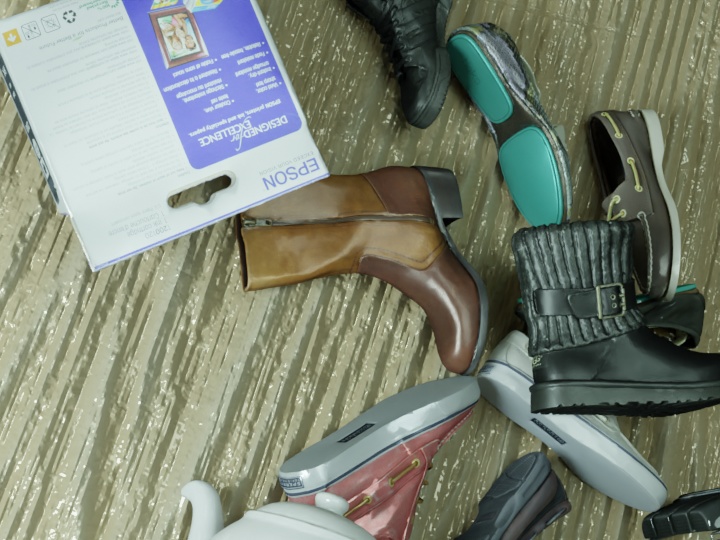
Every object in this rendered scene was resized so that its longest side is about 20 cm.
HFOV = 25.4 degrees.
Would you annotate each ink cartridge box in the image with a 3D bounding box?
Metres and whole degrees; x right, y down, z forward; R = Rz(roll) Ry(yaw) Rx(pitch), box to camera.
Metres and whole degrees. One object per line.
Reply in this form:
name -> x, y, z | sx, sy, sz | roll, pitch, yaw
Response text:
ink cartridge box -> -0.150, -0.121, 1.193 | 0.196, 0.043, 0.202 | -22, 83, -15

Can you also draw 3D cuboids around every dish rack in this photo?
dish rack -> 0.301, 0.287, 1.335 | 0.054, 0.153, 0.202 | -13, 82, -14

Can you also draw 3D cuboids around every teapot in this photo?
teapot -> -0.037, 0.234, 1.153 | 0.198, 0.197, 0.147 | 25, 73, -14

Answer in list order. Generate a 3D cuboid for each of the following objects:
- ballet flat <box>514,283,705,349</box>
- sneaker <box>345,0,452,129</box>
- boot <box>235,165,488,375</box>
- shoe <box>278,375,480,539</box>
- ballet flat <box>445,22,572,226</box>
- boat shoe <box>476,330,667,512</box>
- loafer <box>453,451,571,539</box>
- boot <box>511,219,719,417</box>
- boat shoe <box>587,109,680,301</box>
ballet flat -> 0.227, 0.051, 1.409 | 0.198, 0.068, 0.069 | -4, 86, -26
sneaker -> 0.026, -0.225, 1.390 | 0.103, 0.060, 0.202 | 17, 64, -22
boot -> 0.000, 0.000, 1.309 | 0.198, 0.068, 0.191 | -3, 78, -26
shoe -> 0.027, 0.161, 1.283 | 0.199, 0.071, 0.092 | -27, 104, -34
ballet flat -> 0.147, -0.132, 1.419 | 0.072, 0.072, 0.202 | -27, 90, -29
boat shoe -> 0.192, 0.126, 1.371 | 0.199, 0.071, 0.070 | 37, 66, -5
loafer -> 0.108, 0.235, 1.299 | 0.063, 0.072, 0.200 | 49, 58, -11
boot -> 0.227, 0.037, 1.327 | 0.209, 0.079, 0.160 | 3, 76, -22
boat shoe -> 0.243, -0.061, 1.428 | 0.059, 0.072, 0.202 | 3, 57, -10
